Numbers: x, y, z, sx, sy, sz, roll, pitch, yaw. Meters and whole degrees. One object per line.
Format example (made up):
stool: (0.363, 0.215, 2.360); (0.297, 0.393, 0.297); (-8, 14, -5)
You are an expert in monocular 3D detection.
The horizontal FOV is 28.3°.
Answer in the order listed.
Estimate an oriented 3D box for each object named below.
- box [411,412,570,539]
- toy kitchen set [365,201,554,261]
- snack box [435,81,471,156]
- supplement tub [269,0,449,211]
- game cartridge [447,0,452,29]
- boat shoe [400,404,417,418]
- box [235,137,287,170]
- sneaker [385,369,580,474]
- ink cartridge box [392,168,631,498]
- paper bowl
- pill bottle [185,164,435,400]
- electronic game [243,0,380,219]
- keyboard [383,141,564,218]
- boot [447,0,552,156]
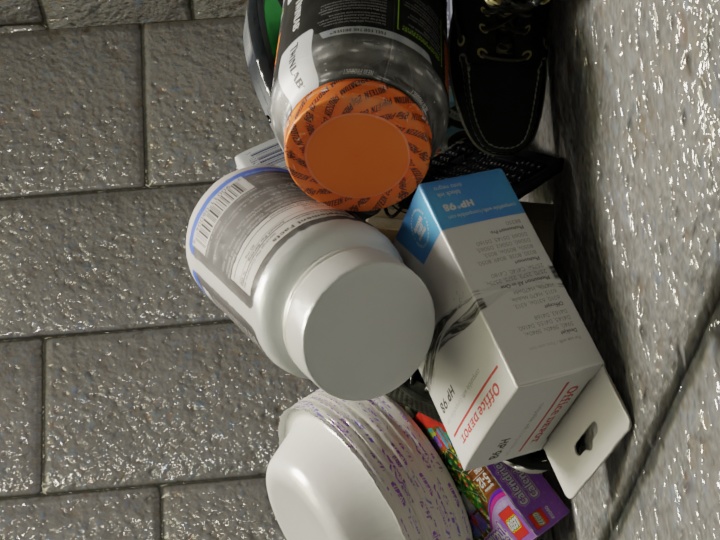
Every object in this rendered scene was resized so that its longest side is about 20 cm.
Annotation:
box: (0.087, 0.180, 1.187); (0.137, 0.039, 0.200); (53, 155, 13)
toy kitchen set: (0.045, -0.019, 1.134); (0.181, 0.199, 0.164); (92, -176, -63)
snack box: (0.073, -0.122, 1.202); (0.200, 0.116, 0.037); (96, 169, -76)
supplement tub: (0.001, -0.140, 0.995); (0.200, 0.122, 0.123); (-87, -4, -49)
game cartridge: (0.094, -0.253, 1.382); (0.200, 0.041, 0.134); (-111, 13, -79)
boat shoe: (0.085, 0.180, 1.320); (0.076, 0.072, 0.201); (1, 121, 53)
box: (-0.028, -0.015, 1.389); (0.184, 0.105, 0.201); (-125, 15, -62)
sneaker: (0.080, 0.086, 1.030); (0.067, 0.200, 0.090); (-60, 13, -8)
ink cartridge box: (0.089, 0.048, 0.942); (0.116, 0.066, 0.200); (113, 140, -52)
paper bowl: (-0.004, 0.198, 1.213); (0.201, 0.104, 0.201); (45, 152, 33)
pill bottle: (-0.036, 0.007, 0.984); (0.200, 0.113, 0.114); (38, 136, 56)
electronic game: (-0.033, -0.133, 1.123); (0.200, 0.042, 0.200); (54, -159, -32)
keyboard: (0.072, -0.075, 1.086); (0.040, 0.104, 0.200); (57, 172, -15)
boot: (0.098, -0.173, 0.973); (0.154, 0.073, 0.204); (-82, -8, -79)
